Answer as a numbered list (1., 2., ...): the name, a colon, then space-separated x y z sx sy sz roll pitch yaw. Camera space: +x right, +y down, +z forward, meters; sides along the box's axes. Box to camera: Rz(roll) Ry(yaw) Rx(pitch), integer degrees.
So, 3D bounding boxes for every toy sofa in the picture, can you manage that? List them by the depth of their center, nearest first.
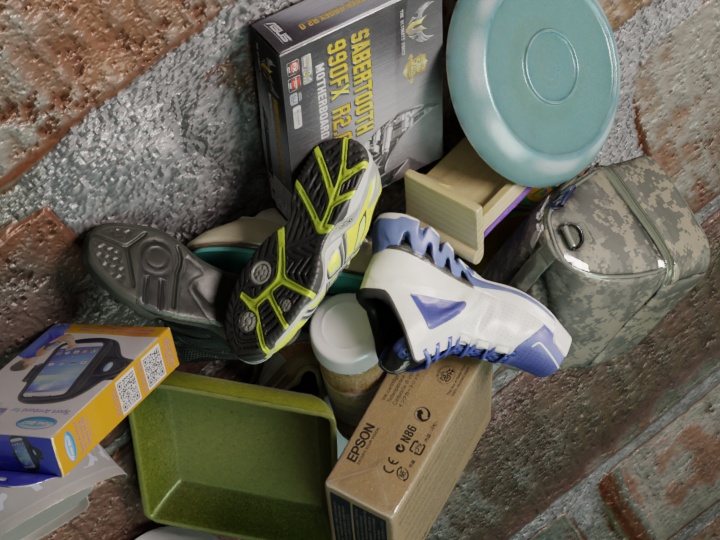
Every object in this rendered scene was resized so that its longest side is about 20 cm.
1. toy sofa: 0.127 -0.090 1.561 0.200 0.082 0.098 -44 149 -31

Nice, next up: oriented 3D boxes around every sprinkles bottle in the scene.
1. sprinkles bottle: -0.003 0.094 1.598 0.068 0.068 0.200 -32 154 -11

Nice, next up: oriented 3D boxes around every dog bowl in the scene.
1. dog bowl: -0.299 0.201 1.497 0.199 0.059 0.200 -30 172 -5

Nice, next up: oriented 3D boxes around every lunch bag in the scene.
1. lunch bag: 0.195 0.002 1.593 0.167 0.140 0.200 -18 158 -34

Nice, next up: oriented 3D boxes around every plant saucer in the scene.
1. plant saucer: 0.156 -0.173 1.497 0.199 0.027 0.202 3 85 -37
2. plant saucer: -0.110 0.169 1.627 0.048 0.198 0.201 -70 164 -45

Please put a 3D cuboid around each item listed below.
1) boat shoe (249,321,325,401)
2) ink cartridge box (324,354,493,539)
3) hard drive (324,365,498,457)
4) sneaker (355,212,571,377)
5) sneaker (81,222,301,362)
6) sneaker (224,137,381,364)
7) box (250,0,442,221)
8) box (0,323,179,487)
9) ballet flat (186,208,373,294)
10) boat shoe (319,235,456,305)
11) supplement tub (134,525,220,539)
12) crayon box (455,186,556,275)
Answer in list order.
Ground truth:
1. boat shoe: -0.078 0.143 1.676 0.074 0.069 0.201 -2 129 -19
2. ink cartridge box: 0.047 0.162 1.594 0.201 0.075 0.165 -58 163 -27
3. hard drive: 0.032 0.123 1.736 0.131 0.026 0.200 25 123 -27
4. sneaker: 0.071 0.052 1.499 0.116 0.199 0.080 -62 -166 -24
5. sneaker: -0.159 0.027 1.485 0.198 0.077 0.114 21 152 -28
6. sneaker: -0.038 -0.007 1.442 0.201 0.075 0.076 -58 148 -3
7. box: -0.007 -0.146 1.462 0.157 0.048 0.201 -27 142 -21
8. box: -0.244 0.104 1.385 0.200 0.118 0.042 -45 129 -54
9. ballet flat: -0.056 -0.019 1.533 0.198 0.070 0.070 14 122 -20
10. boat shoe: 0.000 0.000 1.612 0.198 0.072 0.066 -4 99 -19
11. supplement tub: -0.183 0.365 1.763 0.143 0.145 0.201 -21 140 -24
12. crayon box: 0.121 0.003 1.727 0.118 0.058 0.201 -16 138 -29
